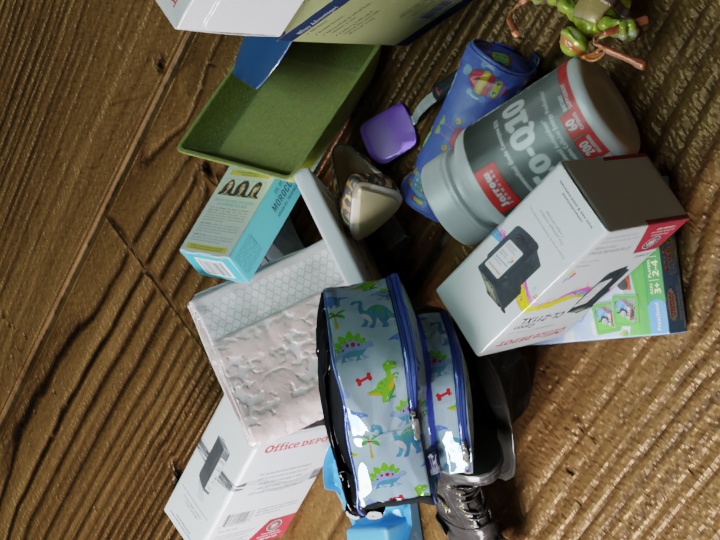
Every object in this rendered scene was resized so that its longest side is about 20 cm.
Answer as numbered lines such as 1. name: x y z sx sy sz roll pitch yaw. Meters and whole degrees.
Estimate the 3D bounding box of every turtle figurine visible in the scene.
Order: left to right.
1. turtle figurine: 0.240 -0.257 1.557 0.162 0.064 0.200 -54 38 -3

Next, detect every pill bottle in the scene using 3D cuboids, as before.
1. pill bottle: 0.165 -0.113 1.618 0.199 0.114 0.115 -32 72 26

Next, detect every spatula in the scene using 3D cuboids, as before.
1. spatula: 0.075 -0.182 1.792 0.199 0.020 0.057 -35 68 40

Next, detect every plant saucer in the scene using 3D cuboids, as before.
1. plant saucer: -0.084 -0.185 1.876 0.199 0.048 0.201 17 67 42

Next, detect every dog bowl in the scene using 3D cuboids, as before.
1. dog bowl: 0.019 0.280 1.876 0.111 0.049 0.202 -11 87 45

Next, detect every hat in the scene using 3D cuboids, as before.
1. hat: 0.130 0.114 1.717 0.201 0.080 0.202 45 150 35

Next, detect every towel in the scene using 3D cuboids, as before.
1. towel: -0.072 0.077 1.854 0.192 0.198 0.032 63 169 16

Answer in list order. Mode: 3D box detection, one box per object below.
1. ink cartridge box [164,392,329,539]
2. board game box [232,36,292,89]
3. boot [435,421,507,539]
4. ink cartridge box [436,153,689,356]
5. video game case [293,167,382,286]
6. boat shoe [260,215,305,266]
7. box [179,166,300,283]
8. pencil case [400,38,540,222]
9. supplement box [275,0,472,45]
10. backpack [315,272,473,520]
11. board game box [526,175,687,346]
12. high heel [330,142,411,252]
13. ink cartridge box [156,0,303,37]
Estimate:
1. ink cartridge box: -0.124 0.230 1.944 0.084 0.143 0.201 49 124 30
2. board game box: -0.080 -0.276 1.862 0.159 0.039 0.200 -62 21 4
3. boot: 0.121 0.244 1.711 0.175 0.069 0.200 62 161 -16
4. ink cartridge box: 0.190 -0.015 1.560 0.200 0.145 0.083 -48 65 36
5. video game case: 0.000 0.000 1.789 0.023 0.182 0.201 -28 71 6
6. boat shoe: -0.106 -0.018 1.951 0.201 0.073 0.067 55 127 25
7. box: -0.121 -0.084 1.891 0.082 0.049 0.201 9 59 39
8. pencil case: 0.112 -0.149 1.720 0.077 0.087 0.201 24 118 -4
9. supplement box: 0.024 -0.337 1.702 0.199 0.199 0.136 -29 74 42
10. backpack: 0.032 0.109 1.597 0.184 0.145 0.202 -103 1 -61
11. board game box: 0.227 -0.006 1.651 0.199 0.036 0.153 -8 89 45
12. high heel: -0.012 -0.103 1.780 0.071 0.200 0.143 -34 70 2
13. ink cartridge box: -0.141 -0.352 1.623 0.148 0.144 0.201 -53 58 34
